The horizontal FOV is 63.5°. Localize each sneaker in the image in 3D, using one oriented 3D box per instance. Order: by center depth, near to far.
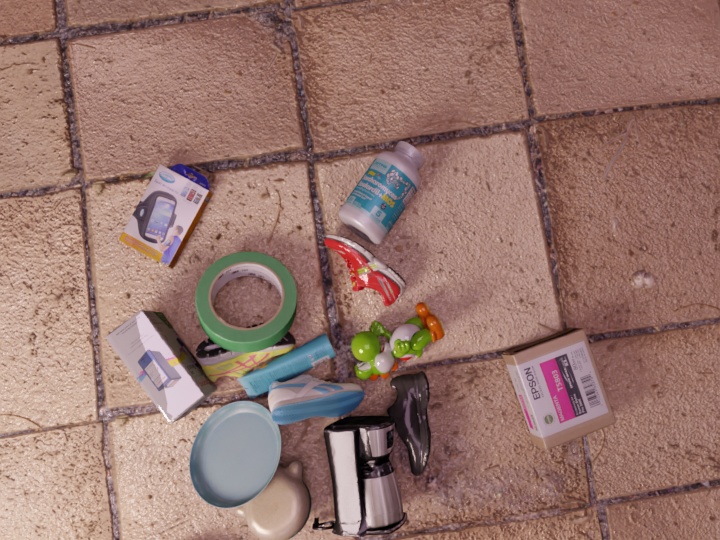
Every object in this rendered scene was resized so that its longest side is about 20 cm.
[{"bbox_3d":[-0.087,0.246,1.163,0.196,0.081,0.078,-1,127,-21],"label":"sneaker"},{"bbox_3d":[-0.227,0.170,1.174,0.196,0.078,0.092,-10,122,-15],"label":"sneaker"},{"bbox_3d":[0.099,0.309,1.179,0.089,0.076,0.205,-3,78,7],"label":"sneaker"},{"bbox_3d":[0.000,0.000,1.194,0.199,0.077,0.086,36,89,1],"label":"sneaker"}]

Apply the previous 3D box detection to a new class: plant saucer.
[{"bbox_3d":[-0.240,0.357,1.132,0.196,0.028,0.204,-9,57,15],"label":"plant saucer"}]

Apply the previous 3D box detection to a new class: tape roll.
[{"bbox_3d":[-0.223,0.060,1.148,0.196,0.048,0.204,4,58,-7],"label":"tape roll"}]

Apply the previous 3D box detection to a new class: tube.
[{"bbox_3d":[-0.146,0.195,1.176,0.197,0.051,0.078,-27,131,-7],"label":"tube"}]

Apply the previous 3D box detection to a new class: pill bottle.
[{"bbox_3d":[0.050,-0.163,1.191,0.110,0.111,0.202,34,84,1],"label":"pill bottle"}]

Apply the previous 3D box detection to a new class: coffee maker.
[{"bbox_3d":[-0.014,0.394,1.126,0.188,0.135,0.205,-8,85,-3],"label":"coffee maker"}]

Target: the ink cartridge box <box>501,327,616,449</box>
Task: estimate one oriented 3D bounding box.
[{"bbox_3d":[0.405,0.239,1.191,0.162,0.075,0.204,-19,87,-6],"label":"ink cartridge box"}]

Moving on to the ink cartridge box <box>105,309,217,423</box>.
[{"bbox_3d":[-0.376,0.182,1.121,0.087,0.145,0.201,-36,87,-7],"label":"ink cartridge box"}]

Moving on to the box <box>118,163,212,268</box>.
[{"bbox_3d":[-0.396,-0.122,1.201,0.117,0.041,0.203,27,86,0],"label":"box"}]

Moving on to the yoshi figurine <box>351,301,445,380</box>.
[{"bbox_3d":[0.062,0.138,1.174,0.198,0.113,0.113,-33,71,-3],"label":"yoshi figurine"}]

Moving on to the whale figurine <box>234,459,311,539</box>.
[{"bbox_3d":[-0.176,0.430,1.146,0.158,0.104,0.201,-37,63,-4],"label":"whale figurine"}]
